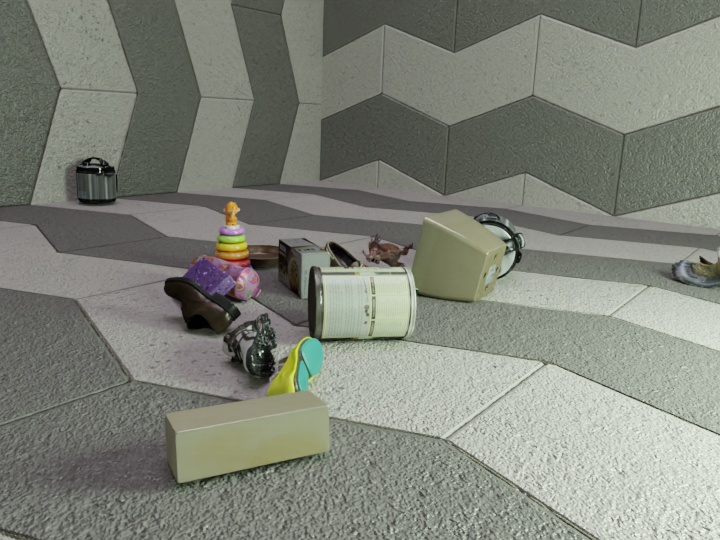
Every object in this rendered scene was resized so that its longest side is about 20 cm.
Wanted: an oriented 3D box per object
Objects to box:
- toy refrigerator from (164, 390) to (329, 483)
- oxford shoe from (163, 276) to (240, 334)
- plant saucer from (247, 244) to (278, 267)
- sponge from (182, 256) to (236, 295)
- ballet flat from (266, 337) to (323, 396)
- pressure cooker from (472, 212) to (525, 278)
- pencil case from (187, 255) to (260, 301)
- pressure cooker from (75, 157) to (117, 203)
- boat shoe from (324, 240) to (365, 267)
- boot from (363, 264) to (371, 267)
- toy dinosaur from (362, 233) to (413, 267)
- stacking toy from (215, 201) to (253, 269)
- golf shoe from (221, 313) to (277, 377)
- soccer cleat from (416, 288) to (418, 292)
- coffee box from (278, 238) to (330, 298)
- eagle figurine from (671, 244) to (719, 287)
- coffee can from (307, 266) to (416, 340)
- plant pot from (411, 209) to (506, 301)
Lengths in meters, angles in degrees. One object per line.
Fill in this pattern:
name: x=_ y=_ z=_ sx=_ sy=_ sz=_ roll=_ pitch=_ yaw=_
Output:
toy refrigerator: x=-0.144 y=0.212 z=0.826 sx=0.197 sy=0.071 sz=0.076 roll=-4 pitch=8 yaw=-27
oxford shoe: x=-0.346 y=0.072 z=1.317 sx=0.198 sy=0.073 sz=0.085 roll=23 pitch=63 yaw=31
plant saucer: x=-0.303 y=-0.042 z=1.925 sx=0.197 sy=0.035 sz=0.200 roll=3 pitch=13 yaw=-1
sponge: x=-0.363 y=0.035 z=1.463 sx=0.112 sy=0.030 sz=0.199 roll=-47 pitch=30 yaw=-12
ballet flat: x=-0.110 y=0.164 z=1.053 sx=0.066 sy=0.068 sz=0.200 roll=-17 pitch=12 yaw=10
pressure cooker: x=0.372 y=-0.064 z=1.833 sx=0.177 sy=0.177 sz=0.200 roll=29 pitch=19 yaw=7
pencil case: x=-0.336 y=0.018 z=1.573 sx=0.198 sy=0.089 sz=0.087 roll=13 pitch=17 yaw=36
pressure cooker: x=-1.207 y=-0.414 z=2.926 sx=0.173 sy=0.203 sz=0.179 roll=-2 pitch=13 yaw=-14
boat shoe: x=-0.021 y=0.000 z=1.600 sx=0.071 sy=0.060 sz=0.200 roll=-27 pitch=54 yaw=-35
boot: x=0.000 y=0.000 z=1.733 sx=0.142 sy=0.073 sz=0.200 roll=1 pitch=22 yaw=-8
toy dinosaur: x=0.072 y=-0.051 z=1.826 sx=0.134 sy=0.087 sz=0.200 roll=15 pitch=-2 yaw=-1
stacking toy: x=-0.351 y=-0.086 z=1.735 sx=0.114 sy=0.203 sz=0.110 roll=-3 pitch=14 yaw=-19
golf shoe: x=-0.199 y=0.143 z=1.126 sx=0.093 sy=0.079 sz=0.200 roll=-16 pitch=12 yaw=-1
soccer cleat: x=0.086 y=0.060 z=1.514 sx=0.080 sy=0.068 sz=0.200 roll=20 pitch=18 yaw=15
coffee box: x=-0.148 y=-0.010 z=1.649 sx=0.079 sy=0.115 sz=0.200 roll=-4 pitch=15 yaw=-23
eagle figurine: x=1.040 y=-0.002 z=1.861 sx=0.151 sy=0.152 sz=0.200 roll=40 pitch=-27 yaw=-8
coffee can: x=-0.001 y=0.065 z=1.286 sx=0.197 sy=0.149 sz=0.146 roll=0 pitch=13 yaw=-11
plant pot: x=0.259 y=-0.027 z=1.647 sx=0.175 sy=0.203 sz=0.199 roll=22 pitch=21 yaw=28
